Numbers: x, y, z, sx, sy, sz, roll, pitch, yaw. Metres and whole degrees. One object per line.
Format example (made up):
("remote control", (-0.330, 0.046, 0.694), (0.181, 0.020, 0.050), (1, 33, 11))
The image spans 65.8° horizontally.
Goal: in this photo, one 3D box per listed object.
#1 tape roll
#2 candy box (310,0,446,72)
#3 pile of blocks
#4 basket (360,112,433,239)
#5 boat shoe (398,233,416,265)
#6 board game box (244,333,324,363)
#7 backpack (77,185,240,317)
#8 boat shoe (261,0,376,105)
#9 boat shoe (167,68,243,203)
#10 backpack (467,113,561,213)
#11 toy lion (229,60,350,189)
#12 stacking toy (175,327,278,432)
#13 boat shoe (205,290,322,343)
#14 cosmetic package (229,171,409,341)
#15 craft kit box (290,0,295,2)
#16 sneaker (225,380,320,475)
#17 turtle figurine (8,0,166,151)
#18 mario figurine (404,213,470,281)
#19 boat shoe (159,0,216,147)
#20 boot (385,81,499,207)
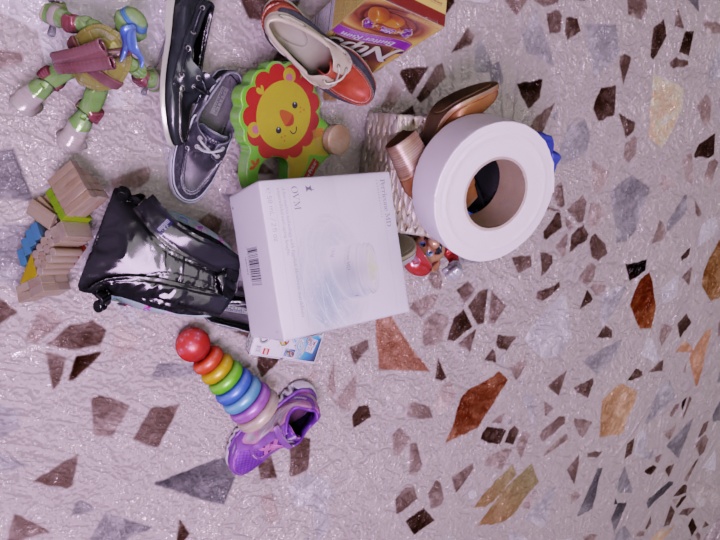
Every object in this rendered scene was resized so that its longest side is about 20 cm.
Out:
("tape roll", (0.178, -0.118, 0.801), (0.200, 0.071, 0.204), (-9, 115, -20))
("candy box", (0.016, -0.350, 0.792), (0.116, 0.199, 0.057), (9, 85, -30))
("pile of blocks", (-0.402, -0.049, 0.750), (0.201, 0.082, 0.062), (-59, 166, 10))
("basket", (0.074, -0.163, 0.926), (0.122, 0.135, 0.202), (2, 104, -25))
("boat shoe", (0.000, 0.000, 0.920), (0.198, 0.075, 0.069), (-19, 136, 0))
("board game box", (-0.108, 0.054, 0.948), (0.125, 0.035, 0.202), (14, 98, -31))
("backpack", (-0.268, -0.015, 0.782), (0.199, 0.127, 0.168), (20, 97, -25))
("boat shoe", (-0.053, -0.291, 0.769), (0.071, 0.063, 0.199), (-41, 127, 23))
("boat shoe", (-0.216, -0.189, 0.793), (0.071, 0.068, 0.202), (23, 93, -32))
("backpack", (0.224, -0.178, 0.963), (0.167, 0.200, 0.164), (8, 109, -36))
("toy lion", (-0.117, -0.192, 0.819), (0.191, 0.068, 0.201), (32, 82, -45))
("stacking toy", (-0.224, 0.171, 0.902), (0.085, 0.085, 0.200), (-43, 114, -10))
("boat shoe", (-0.144, 0.073, 0.870), (0.197, 0.068, 0.074), (15, 106, -6))
("cosmetic package", (-0.055, -0.023, 0.773), (0.198, 0.123, 0.202), (-11, 93, -32))
("craft kit box", (-0.074, -0.465, 0.710), (0.048, 0.197, 0.202), (-27, 117, -17))
("sneaker", (-0.147, 0.283, 0.968), (0.200, 0.088, 0.081), (-41, 122, -10))
("turtle figurine", (-0.332, -0.263, 0.704), (0.194, 0.201, 0.144), (-41, 153, 14))
("mario figurine", (0.160, -0.062, 1.014), (0.199, 0.123, 0.107), (-35, 131, -20))
("boat shoe", (-0.224, -0.264, 0.738), (0.065, 0.074, 0.202), (4, 88, -5))
("boot", (0.148, -0.175, 0.842), (0.199, 0.074, 0.155), (-35, 116, 1))
